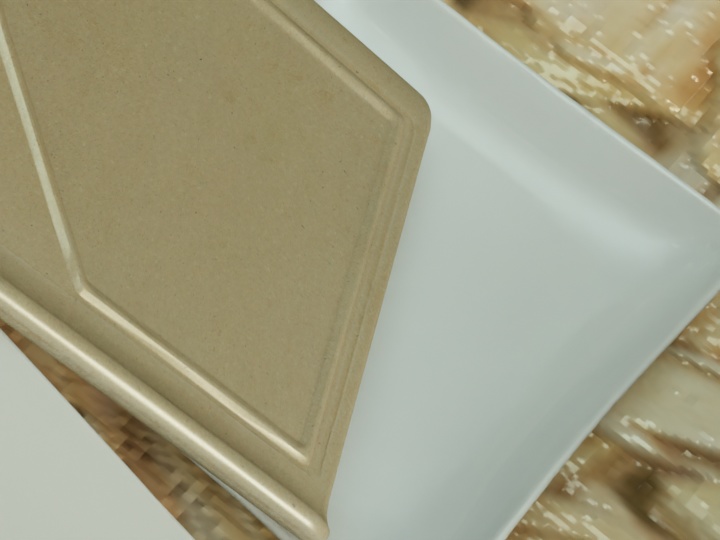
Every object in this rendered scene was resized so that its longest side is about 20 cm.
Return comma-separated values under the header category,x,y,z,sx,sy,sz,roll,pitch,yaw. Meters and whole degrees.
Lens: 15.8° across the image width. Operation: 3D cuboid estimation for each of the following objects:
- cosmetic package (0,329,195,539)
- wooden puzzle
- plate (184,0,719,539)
category,x,y,z,sx,sy,sz,roll,pitch,yaw
cosmetic package,-0.075,0.101,0.761,0.200,0.083,0.051,48,68,-6
wooden puzzle,-0.062,-0.036,0.801,0.185,0.037,0.200,39,43,-29
plate,0.000,0.000,0.888,0.199,0.032,0.200,38,64,12
